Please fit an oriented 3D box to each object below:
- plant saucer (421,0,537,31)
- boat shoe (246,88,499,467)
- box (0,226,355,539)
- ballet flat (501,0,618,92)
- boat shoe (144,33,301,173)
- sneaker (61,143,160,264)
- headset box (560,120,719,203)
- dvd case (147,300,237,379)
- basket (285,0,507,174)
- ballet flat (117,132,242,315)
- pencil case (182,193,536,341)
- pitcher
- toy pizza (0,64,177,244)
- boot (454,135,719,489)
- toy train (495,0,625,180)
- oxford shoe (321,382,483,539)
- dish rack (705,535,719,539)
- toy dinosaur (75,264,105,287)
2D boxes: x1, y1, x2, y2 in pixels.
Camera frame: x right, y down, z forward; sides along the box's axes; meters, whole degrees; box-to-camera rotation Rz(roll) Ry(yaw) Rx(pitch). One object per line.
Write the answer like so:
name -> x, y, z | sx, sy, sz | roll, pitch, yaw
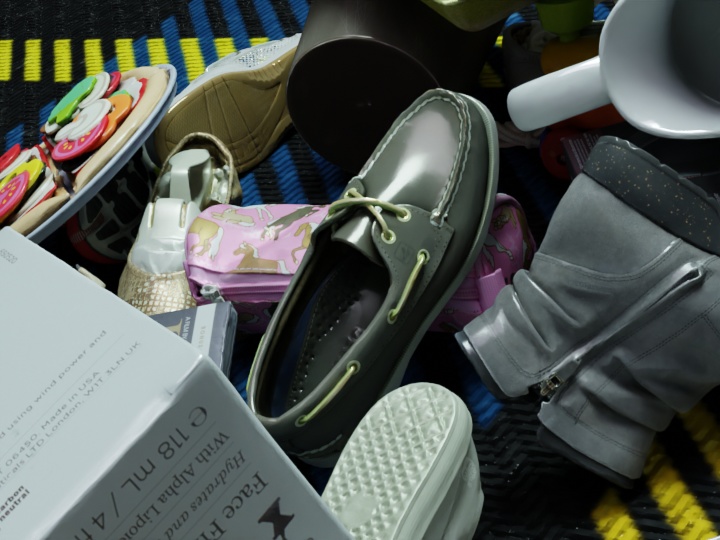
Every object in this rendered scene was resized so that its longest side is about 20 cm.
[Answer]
plant saucer -> 0.085, -0.221, 1.002 | 0.199, 0.048, 0.200 | -29, 42, -16
boat shoe -> 0.007, -0.002, 0.801 | 0.072, 0.060, 0.204 | 22, 84, 32
box -> -0.140, 0.115, 0.660 | 0.199, 0.131, 0.199 | -47, 36, -14
ballet flat -> 0.190, -0.157, 1.078 | 0.197, 0.064, 0.068 | -10, 29, 14
boat shoe -> -0.091, -0.119, 1.176 | 0.069, 0.072, 0.199 | 6, 28, 40
sneaker -> -0.180, -0.050, 1.117 | 0.084, 0.077, 0.201 | -30, 23, 12
headset box -> 0.195, -0.028, 0.829 | 0.197, 0.076, 0.149 | -15, 28, 5
dvd case -> -0.165, 0.091, 0.853 | 0.197, 0.016, 0.150 | -10, 45, 15
basket -> 0.028, -0.171, 1.107 | 0.134, 0.182, 0.201 | 1, 42, 19
ballet flat -> -0.115, -0.027, 1.018 | 0.069, 0.066, 0.201 | -4, 31, 3
pencil case -> 0.000, 0.000, 0.891 | 0.198, 0.083, 0.087 | -1, 57, 28
pitcher -> 0.174, -0.114, 0.771 | 0.170, 0.123, 0.199 | -13, 9, 37
toy pizza -> -0.200, -0.072, 1.050 | 0.199, 0.032, 0.201 | -35, 22, 16
boot -> 0.151, 0.045, 0.725 | 0.199, 0.132, 0.070 | 34, 3, 13
toy train -> 0.128, -0.125, 0.999 | 0.198, 0.117, 0.085 | 2, 33, 33
oxford shoe -> -0.006, 0.139, 0.679 | 0.075, 0.058, 0.201 | 11, 54, 39
dish rack -> 0.137, 0.150, 0.582 | 0.198, 0.044, 0.172 | -18, 29, 3
toy dinosaur -> -0.186, 0.051, 0.958 | 0.199, 0.058, 0.101 | 19, 61, 41
